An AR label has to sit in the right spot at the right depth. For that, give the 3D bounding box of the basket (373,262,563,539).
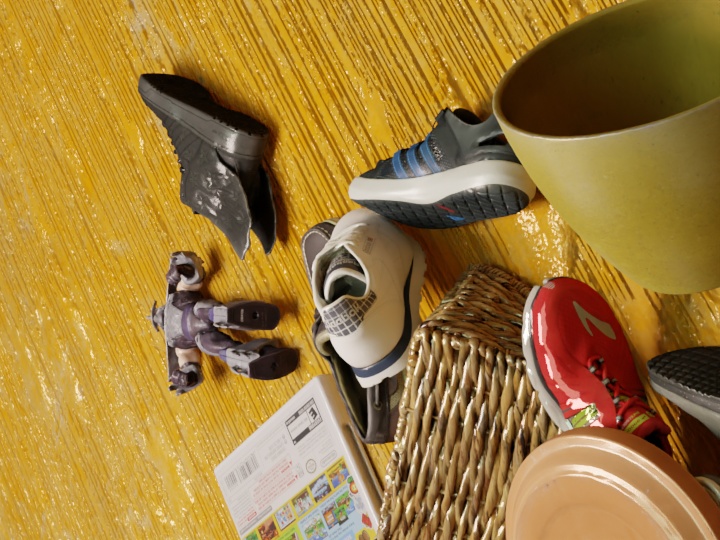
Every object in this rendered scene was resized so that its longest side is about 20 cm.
[{"bbox_3d":[0.108,0.117,1.446,0.142,0.149,0.201,16,114,14],"label":"basket"}]

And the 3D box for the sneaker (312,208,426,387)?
[{"bbox_3d":[0.000,0.000,1.484,0.076,0.081,0.200,-36,28,15],"label":"sneaker"}]

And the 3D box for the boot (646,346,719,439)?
[{"bbox_3d":[0.258,0.134,1.258,0.200,0.067,0.131,26,126,51],"label":"boot"}]

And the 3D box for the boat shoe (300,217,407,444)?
[{"bbox_3d":[-0.006,0.047,1.571,0.073,0.065,0.201,-51,57,46],"label":"boat shoe"}]

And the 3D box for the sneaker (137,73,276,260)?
[{"bbox_3d":[-0.139,-0.096,1.715,0.199,0.060,0.105,32,117,40],"label":"sneaker"}]

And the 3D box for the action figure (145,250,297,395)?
[{"bbox_3d":[-0.139,0.048,1.743,0.200,0.069,0.131,8,109,54],"label":"action figure"}]

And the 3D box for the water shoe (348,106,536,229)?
[{"bbox_3d":[0.069,-0.079,1.465,0.199,0.071,0.079,-2,68,54],"label":"water shoe"}]

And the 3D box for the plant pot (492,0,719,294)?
[{"bbox_3d":[0.198,-0.072,1.210,0.199,0.200,0.143,12,132,50],"label":"plant pot"}]

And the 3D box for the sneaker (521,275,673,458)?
[{"bbox_3d":[0.173,0.094,1.303,0.201,0.077,0.085,68,160,-1],"label":"sneaker"}]

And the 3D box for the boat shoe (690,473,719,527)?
[{"bbox_3d":[0.238,0.214,1.274,0.067,0.057,0.201,20,125,46],"label":"boat shoe"}]

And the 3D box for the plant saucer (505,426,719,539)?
[{"bbox_3d":[0.168,0.201,1.273,0.200,0.032,0.201,25,126,39],"label":"plant saucer"}]

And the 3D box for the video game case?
[{"bbox_3d":[-0.045,0.213,1.694,0.200,0.023,0.183,-43,64,46],"label":"video game case"}]
